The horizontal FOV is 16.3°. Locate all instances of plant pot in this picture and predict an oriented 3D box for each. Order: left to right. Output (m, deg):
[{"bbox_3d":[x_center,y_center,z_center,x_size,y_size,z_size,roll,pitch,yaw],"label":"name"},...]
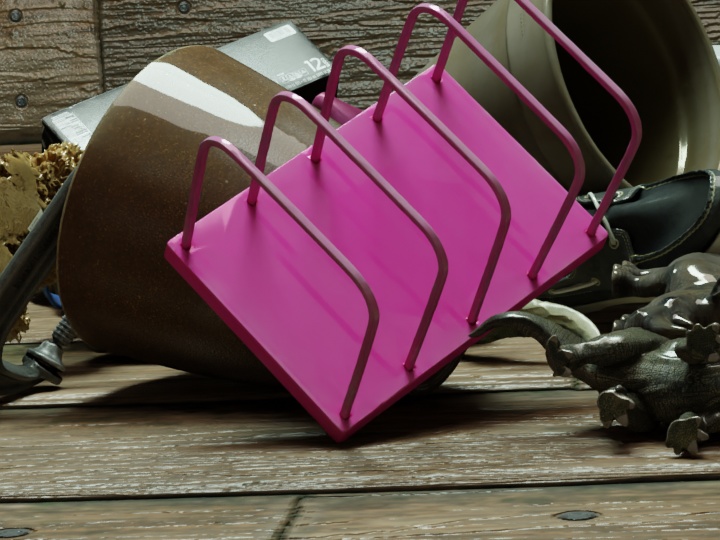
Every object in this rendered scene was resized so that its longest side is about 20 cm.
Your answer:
[{"bbox_3d":[-0.036,-0.008,1.411,0.200,0.187,0.187,22,18,27],"label":"plant pot"},{"bbox_3d":[0.124,-0.108,1.706,0.173,0.201,0.200,-21,-6,37],"label":"plant pot"}]

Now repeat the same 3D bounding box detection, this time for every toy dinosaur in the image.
[{"bbox_3d":[0.074,0.009,1.502,0.200,0.088,0.047,3,9,42],"label":"toy dinosaur"},{"bbox_3d":[0.152,0.055,1.248,0.199,0.077,0.102,-5,-7,27],"label":"toy dinosaur"}]

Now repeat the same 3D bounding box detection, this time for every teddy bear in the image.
[{"bbox_3d":[-0.224,-0.028,1.505,0.067,0.145,0.200,-22,4,38],"label":"teddy bear"}]

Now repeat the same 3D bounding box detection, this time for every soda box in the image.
[{"bbox_3d":[-0.113,-0.093,1.669,0.200,0.071,0.063,-24,53,-27],"label":"soda box"}]

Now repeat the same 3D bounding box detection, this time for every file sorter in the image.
[{"bbox_3d":[0.026,-0.042,1.279,0.200,0.139,0.126,-35,-19,-28],"label":"file sorter"}]

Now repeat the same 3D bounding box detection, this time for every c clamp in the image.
[{"bbox_3d":[-0.155,-0.002,1.464,0.027,0.200,0.171,35,-7,19],"label":"c clamp"}]

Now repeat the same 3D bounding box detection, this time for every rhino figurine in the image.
[{"bbox_3d":[0.189,0.022,1.447,0.087,0.060,0.200,-1,4,9],"label":"rhino figurine"}]

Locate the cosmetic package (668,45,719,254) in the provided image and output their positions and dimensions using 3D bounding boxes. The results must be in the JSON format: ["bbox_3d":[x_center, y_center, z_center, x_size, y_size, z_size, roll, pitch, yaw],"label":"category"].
[{"bbox_3d":[0.240,-0.082,1.856,0.200,0.167,0.167,4,9,39],"label":"cosmetic package"}]

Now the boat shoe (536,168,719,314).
[{"bbox_3d":[0.159,-0.019,1.583,0.068,0.072,0.200,24,-27,-30],"label":"boat shoe"}]

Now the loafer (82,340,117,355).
[{"bbox_3d":[-0.099,-0.011,1.617,0.067,0.076,0.200,25,59,25],"label":"loafer"}]

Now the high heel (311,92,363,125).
[{"bbox_3d":[-0.032,-0.058,1.725,0.067,0.096,0.200,-41,5,-22],"label":"high heel"}]

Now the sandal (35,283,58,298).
[{"bbox_3d":[-0.195,-0.001,1.835,0.054,0.082,0.200,18,-8,-22],"label":"sandal"}]

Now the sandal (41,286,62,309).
[{"bbox_3d":[-0.160,-0.031,1.714,0.087,0.080,0.200,1,33,18],"label":"sandal"}]
